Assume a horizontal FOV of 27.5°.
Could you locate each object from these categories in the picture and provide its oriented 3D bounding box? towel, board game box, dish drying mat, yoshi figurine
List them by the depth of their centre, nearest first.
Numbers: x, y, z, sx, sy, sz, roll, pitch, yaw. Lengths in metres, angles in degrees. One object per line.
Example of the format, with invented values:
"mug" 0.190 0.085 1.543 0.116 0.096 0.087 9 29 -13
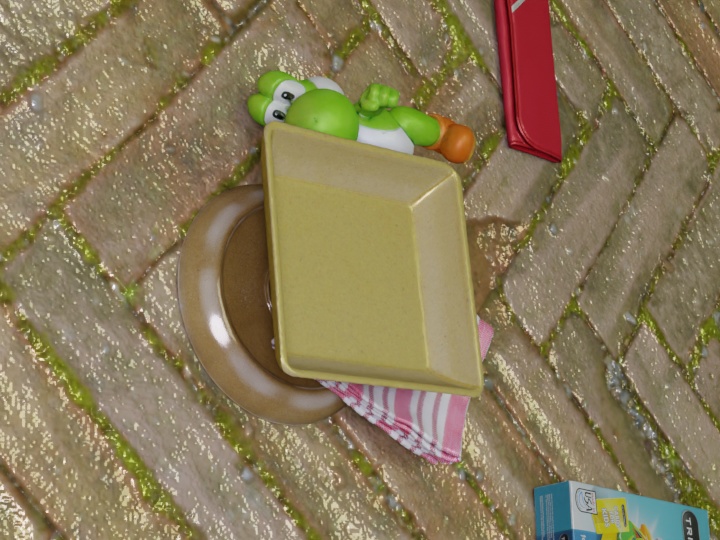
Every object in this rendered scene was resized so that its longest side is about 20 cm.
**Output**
"towel" 0.024 0.051 1.198 0.200 0.030 0.147 38 51 -26
"yoshi figurine" 0.001 -0.106 1.223 0.199 0.112 0.113 17 70 -34
"board game box" 0.245 0.282 1.337 0.199 0.047 0.152 16 64 -38
"dish drying mat" 0.169 -0.210 1.477 0.077 0.018 0.201 13 65 -40

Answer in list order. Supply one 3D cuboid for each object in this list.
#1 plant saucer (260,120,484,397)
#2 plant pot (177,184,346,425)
"plant saucer" 0.000 0.000 1.149 0.199 0.048 0.201 10 66 -37
"plant pot" -0.056 0.023 1.173 0.200 0.027 0.201 17 64 -37
